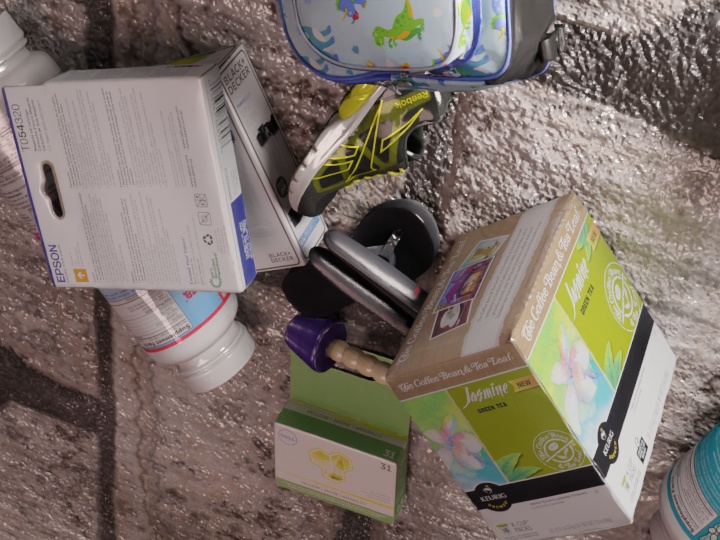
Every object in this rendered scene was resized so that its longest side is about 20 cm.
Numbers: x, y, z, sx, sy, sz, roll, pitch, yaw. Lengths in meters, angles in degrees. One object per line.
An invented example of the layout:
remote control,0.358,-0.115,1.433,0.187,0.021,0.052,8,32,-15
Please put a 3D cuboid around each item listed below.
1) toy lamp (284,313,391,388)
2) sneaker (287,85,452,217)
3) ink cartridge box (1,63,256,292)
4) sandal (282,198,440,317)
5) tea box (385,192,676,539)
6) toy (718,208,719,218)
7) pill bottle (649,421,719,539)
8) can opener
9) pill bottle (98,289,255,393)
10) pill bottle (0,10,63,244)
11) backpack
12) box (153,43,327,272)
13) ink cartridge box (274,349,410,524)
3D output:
toy lamp,0.011,0.095,1.195,0.198,0.058,0.059,24,136,31
sneaker,0.005,-0.103,1.049,0.084,0.075,0.200,35,133,-3
ink cartridge box,-0.201,-0.078,1.086,0.197,0.043,0.199,2,117,21
sandal,0.000,0.001,1.155,0.076,0.043,0.199,45,132,-12
tea box,0.150,0.082,1.036,0.132,0.201,0.198,-21,116,37
toy,0.338,-0.118,0.887,0.114,0.047,0.202,17,128,19
pill bottle,0.338,0.192,1.090,0.110,0.111,0.201,32,134,0
can opener,0.039,0.034,1.107,0.200,0.079,0.063,44,122,-10
pill bottle,-0.191,0.019,1.223,0.108,0.109,0.201,-17,117,36
pill bottle,-0.311,-0.133,1.160,0.112,0.114,0.201,-17,117,35
backpack,0.027,-0.218,0.879,0.198,0.146,0.186,3,101,37
box,-0.123,-0.096,1.129,0.115,0.060,0.202,-8,122,31
ink cartridge box,-0.019,0.167,1.297,0.143,0.048,0.202,16,134,16
